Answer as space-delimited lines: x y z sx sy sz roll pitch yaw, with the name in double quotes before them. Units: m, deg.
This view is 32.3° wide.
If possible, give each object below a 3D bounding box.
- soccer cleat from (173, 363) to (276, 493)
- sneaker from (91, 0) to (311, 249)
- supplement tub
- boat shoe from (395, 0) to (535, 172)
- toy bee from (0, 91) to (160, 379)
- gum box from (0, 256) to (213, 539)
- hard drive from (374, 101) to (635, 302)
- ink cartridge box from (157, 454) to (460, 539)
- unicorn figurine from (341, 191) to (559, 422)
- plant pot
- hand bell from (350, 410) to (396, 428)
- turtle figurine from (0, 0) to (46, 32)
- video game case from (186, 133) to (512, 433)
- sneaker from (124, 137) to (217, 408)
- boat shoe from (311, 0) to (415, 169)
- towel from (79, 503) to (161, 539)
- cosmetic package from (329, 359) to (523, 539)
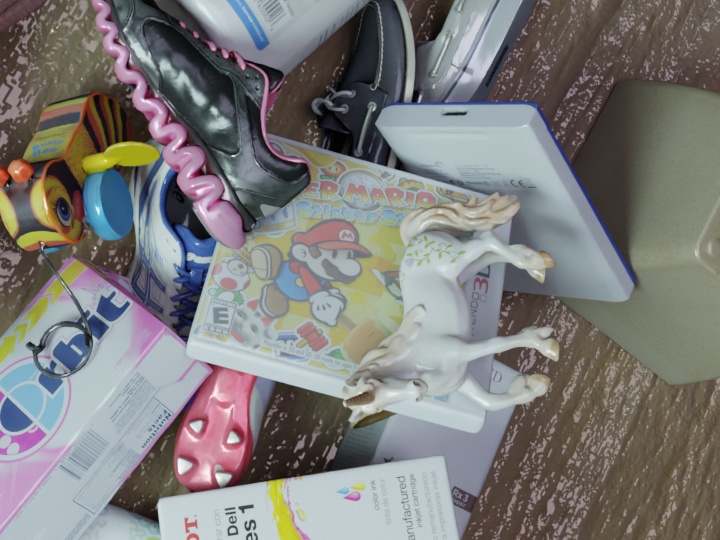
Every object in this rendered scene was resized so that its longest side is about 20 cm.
"soccer cleat" -0.081 0.063 0.881 0.066 0.076 0.202 19 84 -2
"sneaker" -0.099 -0.118 0.800 0.095 0.079 0.201 -29 94 0
"supplement tub" -0.056 -0.224 0.890 0.200 0.132 0.132 -44 106 -19
"boat shoe" 0.069 -0.158 0.983 0.065 0.072 0.201 29 94 13
"toy bee" -0.191 -0.053 0.800 0.130 0.201 0.109 -26 139 2
"gum box" -0.200 0.095 0.818 0.201 0.113 0.066 -51 142 -11
"hard drive" 0.111 -0.049 0.925 0.200 0.131 0.026 51 56 -41
"ink cartridge box" -0.031 0.216 0.838 0.198 0.084 0.146 -8 71 -6
"unicorn figurine" 0.056 0.036 0.789 0.136 0.201 0.074 2 133 -2
"plant pot" 0.289 -0.033 1.019 0.199 0.177 0.201 35 77 -19
"hand bell" 0.000 0.000 0.895 0.103 0.104 0.202 -19 77 -22
"turtle figurine" -0.286 -0.177 0.796 0.198 0.144 0.196 10 101 -17
"video game case" 0.000 0.003 0.843 0.198 0.023 0.183 15 55 -4
"sneaker" -0.128 0.000 0.882 0.075 0.088 0.203 -6 94 -25
"boat shoe" -0.005 -0.113 0.946 0.062 0.073 0.202 7 93 -23
"towel" -0.194 0.268 0.876 0.170 0.048 0.202 26 80 -25
"cosmetic package" 0.040 0.150 0.965 0.101 0.074 0.202 27 81 -21
